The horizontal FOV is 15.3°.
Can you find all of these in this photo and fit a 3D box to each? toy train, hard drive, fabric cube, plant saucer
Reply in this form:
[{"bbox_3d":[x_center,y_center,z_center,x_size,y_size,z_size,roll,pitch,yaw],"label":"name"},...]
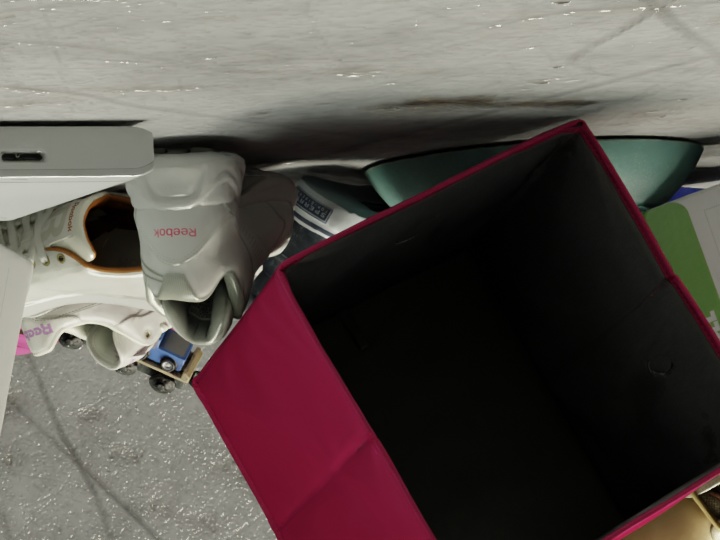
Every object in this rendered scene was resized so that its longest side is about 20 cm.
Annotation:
[{"bbox_3d":[-0.190,0.024,1.745,0.199,0.046,0.034,26,-142,-2],"label":"toy train"},{"bbox_3d":[-0.200,-0.047,1.340,0.131,0.027,0.200,-2,176,-26],"label":"hard drive"},{"bbox_3d":[0.056,0.074,1.410,0.196,0.201,0.199,-26,170,-25],"label":"fabric cube"},{"bbox_3d":[0.102,-0.047,1.565,0.199,0.036,0.200,-4,176,0],"label":"plant saucer"}]

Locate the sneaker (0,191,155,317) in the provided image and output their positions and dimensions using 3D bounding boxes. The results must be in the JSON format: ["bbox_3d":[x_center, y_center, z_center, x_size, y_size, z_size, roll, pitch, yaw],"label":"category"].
[{"bbox_3d":[-0.184,-0.020,1.592,0.199,0.073,0.085,-2,151,10],"label":"sneaker"}]

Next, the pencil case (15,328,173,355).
[{"bbox_3d":[-0.194,0.015,1.846,0.093,0.091,0.200,8,167,-42],"label":"pencil case"}]

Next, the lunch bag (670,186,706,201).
[{"bbox_3d":[0.168,-0.023,1.749,0.200,0.095,0.150,-22,162,38],"label":"lunch bag"}]

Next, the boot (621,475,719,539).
[{"bbox_3d":[0.223,0.118,1.502,0.200,0.072,0.155,-42,-172,-8],"label":"boot"}]

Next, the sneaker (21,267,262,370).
[{"bbox_3d":[-0.137,0.012,1.714,0.199,0.100,0.075,-5,174,-32],"label":"sneaker"}]

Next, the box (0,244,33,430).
[{"bbox_3d":[-0.313,0.073,1.525,0.199,0.200,0.131,-7,156,35],"label":"box"}]

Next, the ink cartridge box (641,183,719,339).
[{"bbox_3d":[0.225,0.000,1.530,0.199,0.104,0.059,-20,173,10],"label":"ink cartridge box"}]

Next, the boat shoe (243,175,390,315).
[{"bbox_3d":[0.000,0.000,1.625,0.071,0.091,0.200,38,-166,30],"label":"boat shoe"}]

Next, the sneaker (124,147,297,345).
[{"bbox_3d":[-0.084,-0.009,1.445,0.078,0.100,0.200,0,177,14],"label":"sneaker"}]
